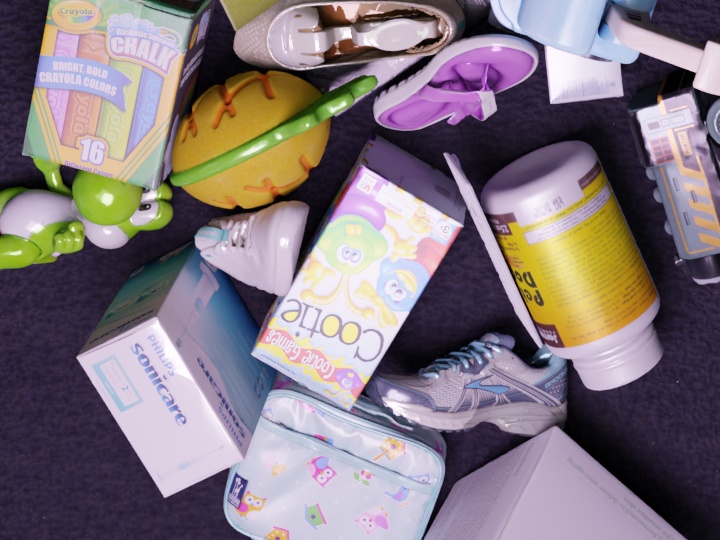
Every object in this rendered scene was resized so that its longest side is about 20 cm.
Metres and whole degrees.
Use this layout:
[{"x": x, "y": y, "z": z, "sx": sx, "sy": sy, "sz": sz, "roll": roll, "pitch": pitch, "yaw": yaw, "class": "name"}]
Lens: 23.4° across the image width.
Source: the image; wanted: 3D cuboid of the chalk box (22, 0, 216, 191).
[{"x": -0.198, "y": -0.192, "z": 1.465, "sx": 0.122, "sy": 0.125, "sz": 0.202, "roll": 14, "pitch": 110, "yaw": 0, "class": "chalk box"}]

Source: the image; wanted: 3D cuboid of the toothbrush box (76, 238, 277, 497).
[{"x": -0.153, "y": 0.079, "z": 1.520, "sx": 0.085, "sy": 0.200, "sz": 0.147, "roll": -26, "pitch": 107, "yaw": 14, "class": "toothbrush box"}]

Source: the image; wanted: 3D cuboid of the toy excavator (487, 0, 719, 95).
[{"x": 0.190, "y": -0.191, "z": 1.308, "sx": 0.192, "sy": 0.200, "sz": 0.101, "roll": 16, "pitch": 112, "yaw": -1, "class": "toy excavator"}]

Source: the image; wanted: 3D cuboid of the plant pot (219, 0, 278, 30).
[{"x": -0.054, "y": -0.321, "z": 1.387, "sx": 0.198, "sy": 0.187, "sz": 0.189, "roll": -27, "pitch": 106, "yaw": -1, "class": "plant pot"}]

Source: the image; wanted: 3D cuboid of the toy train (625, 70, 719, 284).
[{"x": 0.301, "y": -0.082, "z": 1.480, "sx": 0.113, "sy": 0.085, "sz": 0.202, "roll": -13, "pitch": 111, "yaw": 23, "class": "toy train"}]

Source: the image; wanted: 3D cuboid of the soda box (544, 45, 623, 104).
[{"x": 0.176, "y": -0.245, "z": 1.434, "sx": 0.063, "sy": 0.068, "sz": 0.202, "roll": -5, "pitch": 110, "yaw": 8, "class": "soda box"}]

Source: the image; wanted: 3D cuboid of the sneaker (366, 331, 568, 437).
[{"x": 0.097, "y": 0.094, "z": 1.552, "sx": 0.198, "sy": 0.077, "sz": 0.087, "roll": 5, "pitch": 102, "yaw": -26, "class": "sneaker"}]

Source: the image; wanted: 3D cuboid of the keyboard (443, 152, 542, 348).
[{"x": 0.116, "y": -0.015, "z": 1.496, "sx": 0.011, "sy": 0.057, "sz": 0.201, "roll": -25, "pitch": 129, "yaw": 4, "class": "keyboard"}]

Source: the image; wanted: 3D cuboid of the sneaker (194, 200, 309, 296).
[{"x": -0.097, "y": -0.022, "z": 1.480, "sx": 0.088, "sy": 0.200, "sz": 0.076, "roll": 18, "pitch": 78, "yaw": -8, "class": "sneaker"}]

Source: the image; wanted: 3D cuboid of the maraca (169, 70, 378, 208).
[{"x": -0.074, "y": -0.115, "z": 1.436, "sx": 0.199, "sy": 0.137, "sz": 0.108, "roll": -21, "pitch": 106, "yaw": 33, "class": "maraca"}]

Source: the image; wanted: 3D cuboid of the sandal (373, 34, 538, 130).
[{"x": 0.082, "y": -0.142, "z": 1.436, "sx": 0.082, "sy": 0.202, "sz": 0.050, "roll": 6, "pitch": 75, "yaw": -27, "class": "sandal"}]

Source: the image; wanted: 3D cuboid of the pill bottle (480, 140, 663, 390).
[{"x": 0.188, "y": -0.002, "z": 1.502, "sx": 0.108, "sy": 0.109, "sz": 0.202, "roll": -23, "pitch": 106, "yaw": 14, "class": "pill bottle"}]

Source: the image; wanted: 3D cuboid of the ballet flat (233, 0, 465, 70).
[{"x": -0.013, "y": -0.198, "z": 1.422, "sx": 0.197, "sy": 0.062, "sz": 0.068, "roll": -6, "pitch": 110, "yaw": 10, "class": "ballet flat"}]

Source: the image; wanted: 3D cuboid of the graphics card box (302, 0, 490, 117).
[{"x": 0.025, "y": -0.236, "z": 1.463, "sx": 0.199, "sy": 0.051, "sz": 0.126, "roll": -34, "pitch": 104, "yaw": 16, "class": "graphics card box"}]

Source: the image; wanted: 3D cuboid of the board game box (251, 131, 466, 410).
[{"x": 0.000, "y": 0.000, "z": 1.525, "sx": 0.102, "sy": 0.105, "sz": 0.201, "roll": 29, "pitch": 110, "yaw": -5, "class": "board game box"}]

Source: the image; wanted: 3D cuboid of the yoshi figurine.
[{"x": -0.267, "y": -0.057, "z": 1.534, "sx": 0.197, "sy": 0.112, "sz": 0.114, "roll": -11, "pitch": 103, "yaw": 7, "class": "yoshi figurine"}]

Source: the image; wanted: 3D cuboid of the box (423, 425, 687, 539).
[{"x": 0.160, "y": 0.291, "z": 1.542, "sx": 0.199, "sy": 0.201, "sz": 0.171, "roll": 41, "pitch": 142, "yaw": -9, "class": "box"}]

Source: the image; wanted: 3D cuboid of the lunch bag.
[{"x": -0.026, "y": 0.186, "z": 1.612, "sx": 0.198, "sy": 0.077, "sz": 0.162, "roll": 20, "pitch": 111, "yaw": -2, "class": "lunch bag"}]
